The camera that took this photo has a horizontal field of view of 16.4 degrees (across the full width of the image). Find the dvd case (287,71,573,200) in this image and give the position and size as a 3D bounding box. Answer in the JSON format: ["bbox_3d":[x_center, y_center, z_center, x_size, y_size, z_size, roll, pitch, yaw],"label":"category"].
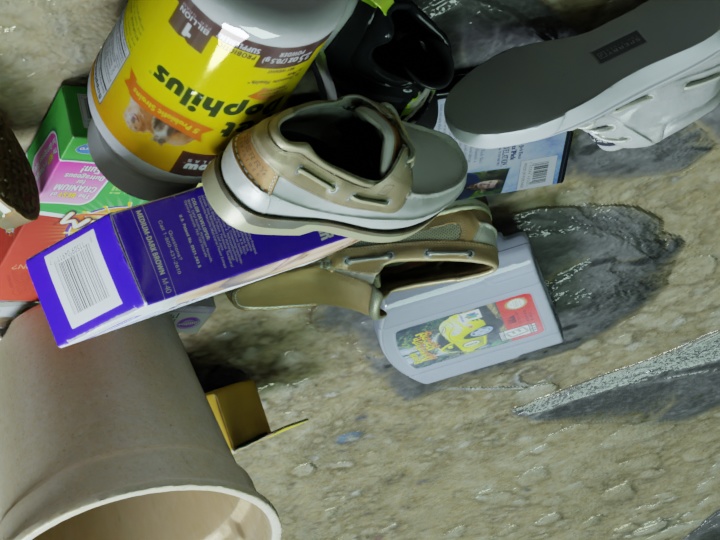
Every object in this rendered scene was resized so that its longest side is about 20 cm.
[{"bbox_3d":[0.048,-0.086,1.688,0.200,0.018,0.143,-9,151,-8],"label":"dvd case"}]

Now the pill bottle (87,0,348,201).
[{"bbox_3d":[-0.092,-0.125,1.456,0.109,0.109,0.200,2,148,-27],"label":"pill bottle"}]

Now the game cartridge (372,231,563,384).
[{"bbox_3d":[0.078,0.032,1.879,0.133,0.041,0.200,-14,158,7],"label":"game cartridge"}]

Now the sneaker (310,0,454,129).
[{"bbox_3d":[0.020,-0.118,1.524,0.072,0.083,0.200,-58,151,-12],"label":"sneaker"}]

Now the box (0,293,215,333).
[{"bbox_3d":[-0.201,0.016,1.738,0.200,0.041,0.039,3,148,-28],"label":"box"}]

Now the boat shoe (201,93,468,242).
[{"bbox_3d":[0.001,-0.063,1.477,0.200,0.075,0.068,-10,153,-48],"label":"boat shoe"}]

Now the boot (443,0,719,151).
[{"bbox_3d":[0.151,-0.105,1.611,0.200,0.074,0.096,-21,142,-8],"label":"boot"}]

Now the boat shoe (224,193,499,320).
[{"bbox_3d":[0.000,0.000,1.760,0.200,0.076,0.072,-17,152,5],"label":"boat shoe"}]

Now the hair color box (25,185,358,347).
[{"bbox_3d":[-0.090,-0.018,1.525,0.200,0.065,0.109,-21,178,-38],"label":"hair color box"}]

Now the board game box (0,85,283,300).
[{"bbox_3d":[-0.154,-0.046,1.644,0.153,0.040,0.200,1,148,-27],"label":"board game box"}]

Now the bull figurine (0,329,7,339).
[{"bbox_3d":[-0.300,0.089,1.799,0.200,0.065,0.121,1,142,-38],"label":"bull figurine"}]

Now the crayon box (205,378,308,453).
[{"bbox_3d":[-0.150,0.132,1.908,0.200,0.051,0.127,-20,178,10],"label":"crayon box"}]

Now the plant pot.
[{"bbox_3d":[-0.173,0.123,1.694,0.200,0.184,0.201,-13,147,-9],"label":"plant pot"}]

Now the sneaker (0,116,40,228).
[{"bbox_3d":[-0.277,-0.080,1.504,0.090,0.067,0.200,-17,148,15],"label":"sneaker"}]
